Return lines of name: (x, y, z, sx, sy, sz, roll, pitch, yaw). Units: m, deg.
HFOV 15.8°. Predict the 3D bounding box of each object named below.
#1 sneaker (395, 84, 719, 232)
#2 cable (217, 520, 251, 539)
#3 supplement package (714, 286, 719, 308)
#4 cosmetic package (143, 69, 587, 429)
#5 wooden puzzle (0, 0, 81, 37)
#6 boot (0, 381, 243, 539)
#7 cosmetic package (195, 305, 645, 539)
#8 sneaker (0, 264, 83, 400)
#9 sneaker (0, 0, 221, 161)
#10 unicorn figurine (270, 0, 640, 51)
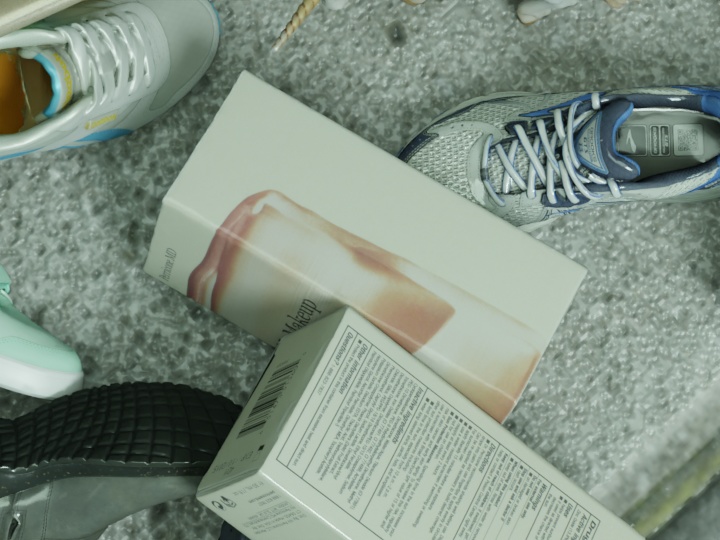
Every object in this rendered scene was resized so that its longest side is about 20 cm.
sneaker: (0.111, -0.063, 1.322, 0.198, 0.085, 0.078, -11, 87, 0)
cable: (-0.002, 0.200, 1.297, 0.162, 0.051, 0.201, 12, 67, -22)
supplement package: (0.278, -0.055, 1.296, 0.121, 0.120, 0.201, 20, 87, -11)
cosmetic package: (0.000, 0.000, 1.302, 0.199, 0.103, 0.088, 30, 67, 3)
wooden puzzle: (-0.177, -0.150, 1.284, 0.184, 0.200, 0.037, -24, 114, -1)
boot: (-0.145, 0.131, 1.311, 0.198, 0.068, 0.131, -6, 123, -1)
cosmetic package: (0.031, 0.121, 1.263, 0.200, 0.071, 0.106, 40, 60, -16)
sneaker: (-0.204, -0.025, 1.322, 0.200, 0.074, 0.119, 35, 94, 4)
sneaker: (-0.146, -0.095, 1.296, 0.199, 0.081, 0.077, -25, 100, -33)
unicorn figurine: (0.047, -0.157, 1.301, 0.198, 0.137, 0.074, -12, 87, -1)
